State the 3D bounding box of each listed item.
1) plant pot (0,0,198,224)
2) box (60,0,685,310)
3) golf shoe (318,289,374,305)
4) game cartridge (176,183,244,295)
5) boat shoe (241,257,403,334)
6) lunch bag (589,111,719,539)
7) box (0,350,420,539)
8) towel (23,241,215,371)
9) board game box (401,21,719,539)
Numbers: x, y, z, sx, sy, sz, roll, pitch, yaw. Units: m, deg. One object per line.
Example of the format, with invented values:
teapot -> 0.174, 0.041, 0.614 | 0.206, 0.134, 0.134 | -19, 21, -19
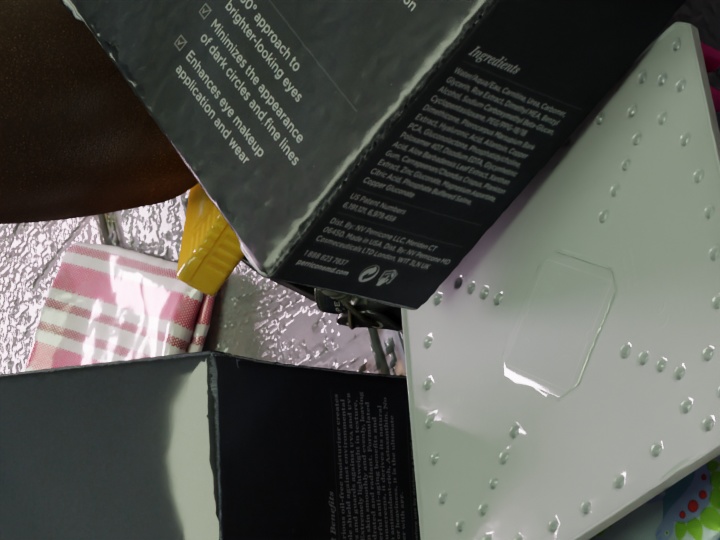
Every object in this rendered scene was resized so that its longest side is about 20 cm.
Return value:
plant pot -> -0.193, -0.098, 1.031 | 0.187, 0.200, 0.187 | 13, 113, 32
box -> 0.003, -0.123, 0.892 | 0.200, 0.117, 0.197 | -50, 56, 20
golf shoe -> 0.027, -0.066, 1.023 | 0.200, 0.077, 0.088 | -60, 17, -19
game cartridge -> -0.033, -0.107, 1.082 | 0.200, 0.032, 0.176 | -51, 19, 26
boat shoe -> 0.000, 0.000, 1.056 | 0.200, 0.066, 0.070 | 30, 140, 46
lunch bag -> 0.158, 0.042, 0.889 | 0.161, 0.082, 0.200 | 51, 120, 38
box -> -0.095, 0.114, 1.035 | 0.200, 0.198, 0.124 | -8, 79, 32
towel -> -0.165, 0.082, 1.237 | 0.146, 0.030, 0.200 | 11, 80, 46
board game box -> 0.092, 0.026, 0.860 | 0.200, 0.026, 0.200 | -41, 40, 38
